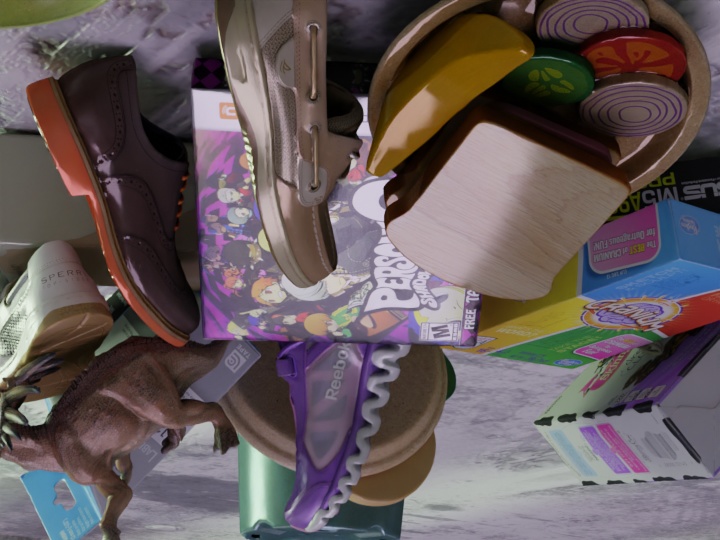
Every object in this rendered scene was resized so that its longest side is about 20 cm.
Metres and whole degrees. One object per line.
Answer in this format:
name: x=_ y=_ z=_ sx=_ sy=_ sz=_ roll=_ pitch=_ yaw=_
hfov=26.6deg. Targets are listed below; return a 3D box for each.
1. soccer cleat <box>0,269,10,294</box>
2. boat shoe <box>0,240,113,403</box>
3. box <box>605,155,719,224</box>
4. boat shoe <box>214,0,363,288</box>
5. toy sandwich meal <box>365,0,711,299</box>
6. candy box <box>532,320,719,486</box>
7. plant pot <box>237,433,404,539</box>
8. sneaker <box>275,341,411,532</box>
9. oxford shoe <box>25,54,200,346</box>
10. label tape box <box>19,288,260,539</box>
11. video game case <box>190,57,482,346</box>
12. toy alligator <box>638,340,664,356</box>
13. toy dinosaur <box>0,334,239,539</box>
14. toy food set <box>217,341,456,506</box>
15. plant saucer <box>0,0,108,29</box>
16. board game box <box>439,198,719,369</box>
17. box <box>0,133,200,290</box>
soccer cleat: x=-0.261 y=0.018 z=1.082 sx=0.085 sy=0.070 sz=0.200 roll=-1 pitch=160 yaw=-4
boat shoe: x=-0.214 y=0.037 z=1.021 sx=0.070 sy=0.070 sz=0.200 roll=-9 pitch=162 yaw=-30
box: x=0.182 y=-0.018 z=1.065 sx=0.159 sy=0.045 sz=0.200 roll=-6 pitch=162 yaw=0
boat shoe: x=-0.029 y=-0.071 z=0.820 sx=0.064 sy=0.072 sz=0.201 roll=-10 pitch=134 yaw=2
toy sandwich meal: x=0.091 y=-0.070 z=0.809 sx=0.203 sy=0.071 sz=0.206 roll=0 pitch=141 yaw=0
candy box: x=0.248 y=0.082 z=1.172 sx=0.072 sy=0.168 sz=0.200 roll=49 pitch=159 yaw=-6
plant pot: x=-0.033 y=0.151 z=1.407 sx=0.198 sy=0.198 sz=0.200 roll=2 pitch=163 yaw=0
sneaker: x=-0.024 y=0.082 z=1.063 sx=0.088 sy=0.202 sz=0.081 roll=19 pitch=-173 yaw=-5
oxford shoe: x=-0.128 y=-0.037 z=0.917 sx=0.072 sy=0.071 sz=0.201 roll=-25 pitch=129 yaw=-5
label tape box: x=-0.180 y=0.091 z=1.103 sx=0.066 sy=0.200 sz=0.143 roll=48 pitch=174 yaw=-27
video game case: x=-0.010 y=-0.036 z=0.924 sx=0.179 sy=0.036 sz=0.201 roll=2 pitch=132 yaw=-1
toy alligator: x=0.182 y=0.034 z=1.207 sx=0.059 sy=0.054 sz=0.199 roll=40 pitch=163 yaw=-25
toy dinosaur: x=-0.164 y=0.084 z=0.978 sx=0.136 sy=0.200 sz=0.086 roll=58 pitch=165 yaw=-23
toy food set: x=-0.022 y=0.074 z=1.175 sx=0.198 sy=0.199 sz=0.049 roll=19 pitch=144 yaw=-4
plant saucer: x=-0.200 y=-0.168 z=0.695 sx=0.198 sy=0.031 sz=0.200 roll=1 pitch=162 yaw=0
board game box: x=0.171 y=0.014 z=1.020 sx=0.152 sy=0.041 sz=0.199 roll=11 pitch=155 yaw=-43
box: x=-0.143 y=-0.036 z=1.023 sx=0.198 sy=0.078 sz=0.095 roll=2 pitch=163 yaw=0
